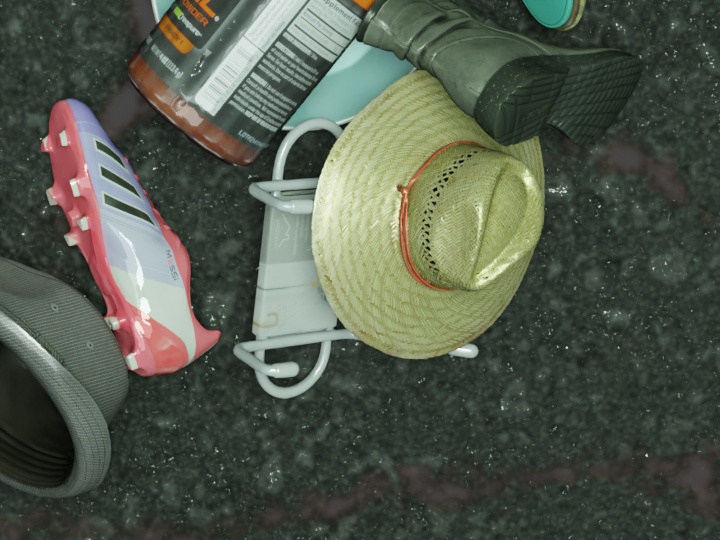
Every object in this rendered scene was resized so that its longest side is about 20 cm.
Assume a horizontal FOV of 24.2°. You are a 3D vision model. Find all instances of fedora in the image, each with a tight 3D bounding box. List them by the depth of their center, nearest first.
[{"bbox_3d":[-0.233,0.058,1.135,0.200,0.090,0.177,40,140,0],"label":"fedora"}]

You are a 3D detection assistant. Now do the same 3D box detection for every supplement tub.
[{"bbox_3d":[-0.052,-0.172,1.072,0.107,0.107,0.200,39,99,-7],"label":"supplement tub"}]

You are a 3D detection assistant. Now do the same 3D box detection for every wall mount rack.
[{"bbox_3d":[0.000,0.000,1.149,0.173,0.074,0.201,-6,111,-36],"label":"wall mount rack"}]

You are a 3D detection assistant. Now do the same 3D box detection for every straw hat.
[{"bbox_3d":[0.071,-0.034,1.089,0.200,0.085,0.202,-7,102,-33],"label":"straw hat"}]

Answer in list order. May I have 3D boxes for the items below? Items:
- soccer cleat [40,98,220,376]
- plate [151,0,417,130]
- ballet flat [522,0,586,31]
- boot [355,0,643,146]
[{"bbox_3d":[-0.159,-0.025,1.157,0.076,0.067,0.201,-21,96,-27],"label":"soccer cleat"},{"bbox_3d":[-0.041,-0.195,1.133,0.199,0.026,0.201,0,101,1],"label":"plate"},{"bbox_3d":[0.112,-0.259,1.104,0.070,0.071,0.201,-26,101,5],"label":"ballet flat"},{"bbox_3d":[0.094,-0.143,1.093,0.131,0.200,0.068,39,115,25],"label":"boot"}]
